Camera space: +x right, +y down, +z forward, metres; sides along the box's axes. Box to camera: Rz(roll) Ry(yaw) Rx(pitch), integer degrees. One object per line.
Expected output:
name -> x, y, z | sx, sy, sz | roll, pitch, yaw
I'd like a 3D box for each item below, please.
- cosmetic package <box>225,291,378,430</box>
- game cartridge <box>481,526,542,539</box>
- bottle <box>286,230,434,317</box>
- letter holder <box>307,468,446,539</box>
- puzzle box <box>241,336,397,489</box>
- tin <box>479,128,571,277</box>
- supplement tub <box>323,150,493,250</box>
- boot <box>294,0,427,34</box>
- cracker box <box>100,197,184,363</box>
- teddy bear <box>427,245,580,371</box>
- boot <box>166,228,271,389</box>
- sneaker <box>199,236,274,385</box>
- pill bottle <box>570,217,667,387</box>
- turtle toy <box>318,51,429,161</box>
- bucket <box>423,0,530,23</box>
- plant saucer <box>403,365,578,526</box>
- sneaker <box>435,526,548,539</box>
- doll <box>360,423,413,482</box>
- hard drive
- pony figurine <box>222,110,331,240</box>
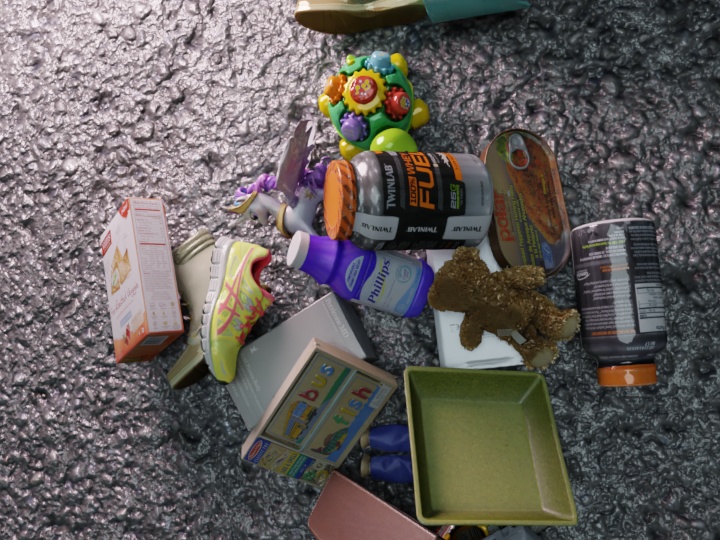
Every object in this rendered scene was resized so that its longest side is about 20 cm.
cosmetic package -> -0.085, 0.126, 0.929 | 0.198, 0.090, 0.108 | -35, 76, 10
game cartridge -> 0.152, 0.398, 0.834 | 0.199, 0.042, 0.133 | -36, 120, 14
bottle -> 0.000, 0.000, 0.887 | 0.197, 0.065, 0.085 | 19, 98, -21
letter holder -> 0.019, 0.361, 0.810 | 0.198, 0.100, 0.144 | 13, 67, 51
puzzle box -> -0.057, 0.195, 0.884 | 0.131, 0.026, 0.202 | 26, 110, -20
tin -> 0.217, -0.087, 0.890 | 0.110, 0.042, 0.205 | -6, 83, -20
supplement tub -> 0.058, -0.088, 0.840 | 0.195, 0.122, 0.126 | -2, 83, -17
boot -> -0.003, -0.440, 0.973 | 0.195, 0.073, 0.159 | -4, 84, 10
cracker box -> -0.318, 0.016, 0.955 | 0.133, 0.057, 0.204 | -34, 64, 46
teddy bear -> 0.184, 0.047, 0.854 | 0.196, 0.067, 0.147 | 17, 125, 9
boot -> -0.246, 0.056, 0.977 | 0.154, 0.072, 0.201 | 40, 88, 12
sneaker -> -0.162, 0.052, 0.896 | 0.088, 0.078, 0.205 | 3, 75, 1
pill bottle -> 0.328, 0.043, 0.840 | 0.104, 0.106, 0.205 | -4, 83, 11
turtle toy -> 0.022, -0.218, 0.932 | 0.144, 0.101, 0.203 | -26, 80, 8
bucket -> 0.145, -0.438, 0.881 | 0.132, 0.207, 0.212 | -7, 83, 19
plant saucer -> 0.152, 0.224, 0.835 | 0.195, 0.048, 0.203 | 4, 52, -9
sneaker -> 0.185, 0.326, 0.854 | 0.198, 0.082, 0.079 | -34, 78, 6
doll -> 0.099, 0.241, 0.898 | 0.195, 0.048, 0.140 | -1, 82, 12
hard drive -> 0.163, 0.032, 0.917 | 0.129, 0.025, 0.205 | -8, 83, 11
pony figurine -> -0.075, -0.107, 0.929 | 0.197, 0.167, 0.196 | 29, 102, -4
